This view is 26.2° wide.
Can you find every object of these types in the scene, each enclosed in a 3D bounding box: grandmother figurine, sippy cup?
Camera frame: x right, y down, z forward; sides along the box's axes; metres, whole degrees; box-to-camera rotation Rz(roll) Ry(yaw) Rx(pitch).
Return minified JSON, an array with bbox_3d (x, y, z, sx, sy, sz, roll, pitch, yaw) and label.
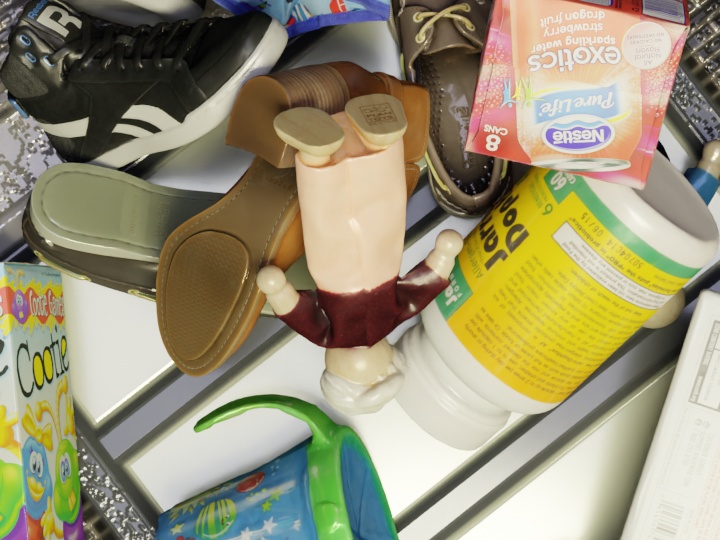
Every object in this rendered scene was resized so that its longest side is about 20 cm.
[{"bbox_3d":[0.000,0.000,0.874,0.121,0.061,0.201,-6,126,-7],"label":"grandmother figurine"},{"bbox_3d":[-0.051,0.176,0.941,0.130,0.140,0.179,-16,62,9],"label":"sippy cup"}]

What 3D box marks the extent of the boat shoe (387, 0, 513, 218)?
[{"bbox_3d":[0.058,-0.135,0.982,0.071,0.060,0.201,-9,87,0],"label":"boat shoe"}]

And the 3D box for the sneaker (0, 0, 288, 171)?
[{"bbox_3d":[-0.143,-0.125,0.913,0.112,0.200,0.073,44,47,-25],"label":"sneaker"}]

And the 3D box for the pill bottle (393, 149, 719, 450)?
[{"bbox_3d":[0.107,0.014,0.925,0.113,0.113,0.200,44,115,2],"label":"pill bottle"}]

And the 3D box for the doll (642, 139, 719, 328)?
[{"bbox_3d":[0.166,-0.061,0.985,0.136,0.048,0.201,-15,87,1],"label":"doll"}]

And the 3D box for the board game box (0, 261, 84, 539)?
[{"bbox_3d":[-0.238,0.101,0.945,0.104,0.103,0.201,-6,87,8],"label":"board game box"}]

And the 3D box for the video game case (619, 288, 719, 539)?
[{"bbox_3d":[0.257,0.133,0.909,0.181,0.023,0.201,18,94,12],"label":"video game case"}]

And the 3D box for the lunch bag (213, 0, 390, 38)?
[{"bbox_3d":[-0.072,-0.233,0.864,0.094,0.200,0.151,-5,78,38],"label":"lunch bag"}]

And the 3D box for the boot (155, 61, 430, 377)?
[{"bbox_3d":[-0.032,-0.029,0.929,0.074,0.154,0.201,38,115,26],"label":"boot"}]

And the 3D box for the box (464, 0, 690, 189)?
[{"bbox_3d":[0.121,-0.134,0.862,0.099,0.200,0.096,12,119,2],"label":"box"}]

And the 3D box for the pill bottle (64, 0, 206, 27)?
[{"bbox_3d":[-0.131,-0.259,0.963,0.111,0.112,0.201,14,88,1],"label":"pill bottle"}]

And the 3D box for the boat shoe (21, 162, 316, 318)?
[{"bbox_3d":[-0.113,-0.012,0.976,0.200,0.061,0.072,19,62,-15],"label":"boat shoe"}]
